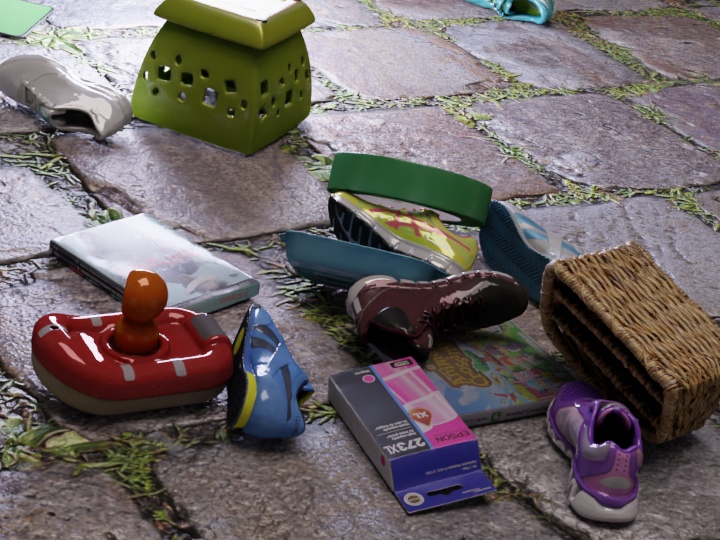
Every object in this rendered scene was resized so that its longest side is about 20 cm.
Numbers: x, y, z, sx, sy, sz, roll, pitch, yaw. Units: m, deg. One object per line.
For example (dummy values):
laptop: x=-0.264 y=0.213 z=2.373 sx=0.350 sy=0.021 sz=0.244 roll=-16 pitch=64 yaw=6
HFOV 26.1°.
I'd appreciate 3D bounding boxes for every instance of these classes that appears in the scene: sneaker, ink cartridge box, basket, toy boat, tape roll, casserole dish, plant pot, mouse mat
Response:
sneaker: x=-0.090 y=0.105 z=1.559 sx=0.078 sy=0.066 sz=0.200 roll=17 pitch=26 yaw=-14
sneaker: x=0.239 y=0.159 z=1.537 sx=0.080 sy=0.089 sz=0.200 roll=5 pitch=27 yaw=-7
sneaker: x=0.052 y=-0.043 z=1.847 sx=0.200 sy=0.078 sz=0.090 roll=32 pitch=57 yaw=16
sneaker: x=0.259 y=-0.498 z=2.819 sx=0.200 sy=0.078 sz=0.080 roll=16 pitch=37 yaw=11
ink cartridge box: x=0.048 y=0.157 z=1.521 sx=0.095 sy=0.037 sz=0.200 roll=-11 pitch=35 yaw=-21
basket: x=0.270 y=0.087 z=1.615 sx=0.149 sy=0.143 sz=0.200 roll=-14 pitch=53 yaw=-44
sneaker: x=0.217 y=-0.017 z=1.894 sx=0.081 sy=0.077 sz=0.200 roll=0 pitch=34 yaw=-37
toy boat: x=-0.220 y=0.058 z=1.517 sx=0.200 sy=0.131 sz=0.131 roll=-6 pitch=31 yaw=-29
tape roll: x=0.060 y=-0.099 z=1.908 sx=0.200 sy=0.048 sz=0.200 roll=13 pitch=-2 yaw=1
casserole dish: x=0.000 y=0.000 z=1.755 sx=0.200 sy=0.039 sz=0.121 roll=14 pitch=-10 yaw=12
plant pot: x=-0.181 y=-0.295 z=2.154 sx=0.200 sy=0.182 sz=0.199 roll=21 pitch=28 yaw=16
sneaker: x=0.087 y=0.060 z=1.657 sx=0.200 sy=0.076 sz=0.116 roll=-3 pitch=33 yaw=-4
mouse mat: x=-0.590 y=-0.403 z=2.400 sx=0.200 sy=0.008 sz=0.161 roll=11 pitch=27 yaw=4
sneaker: x=-0.410 y=-0.226 z=2.068 sx=0.200 sy=0.075 sz=0.089 roll=19 pitch=40 yaw=12

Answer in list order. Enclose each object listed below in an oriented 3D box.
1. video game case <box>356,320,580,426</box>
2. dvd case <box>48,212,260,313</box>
video game case: x=0.121 y=0.098 z=1.683 sx=0.182 sy=0.022 sz=0.200 roll=-7 pitch=32 yaw=-30
dvd case: x=-0.233 y=-0.003 z=1.751 sx=0.200 sy=0.022 sz=0.146 roll=31 pitch=34 yaw=33
